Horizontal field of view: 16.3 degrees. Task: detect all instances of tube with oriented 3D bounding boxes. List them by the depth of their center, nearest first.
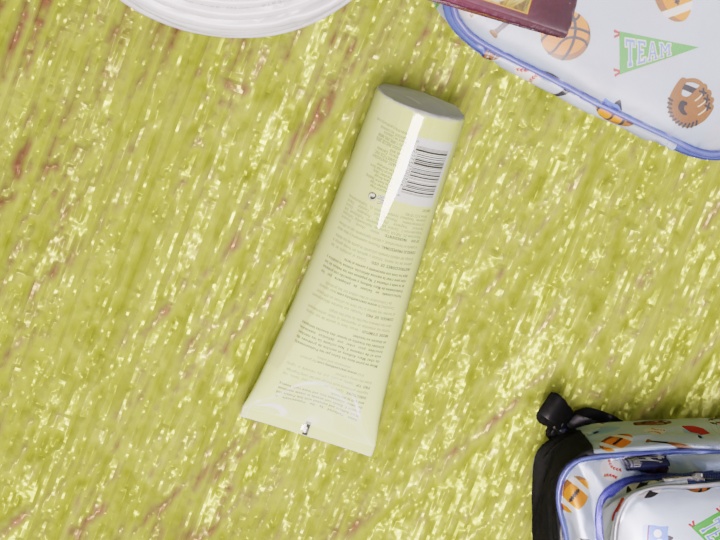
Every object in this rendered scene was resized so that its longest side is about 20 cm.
[{"bbox_3d":[0.000,0.000,1.353,0.058,0.052,0.201,29,108,33],"label":"tube"}]

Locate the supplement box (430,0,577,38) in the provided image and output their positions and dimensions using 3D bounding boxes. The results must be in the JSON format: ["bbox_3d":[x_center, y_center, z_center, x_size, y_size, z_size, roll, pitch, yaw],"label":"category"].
[{"bbox_3d":[0.014,-0.190,1.176,0.199,0.086,0.111,14,96,-29],"label":"supplement box"}]

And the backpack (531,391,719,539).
[{"bbox_3d":[0.197,0.165,1.354,0.190,0.154,0.201,-7,101,-12],"label":"backpack"}]

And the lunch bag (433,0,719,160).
[{"bbox_3d":[0.142,-0.161,1.306,0.199,0.076,0.161,27,98,-10],"label":"lunch bag"}]

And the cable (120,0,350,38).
[{"bbox_3d":[-0.065,-0.216,1.283,0.200,0.069,0.200,-31,103,5],"label":"cable"}]
